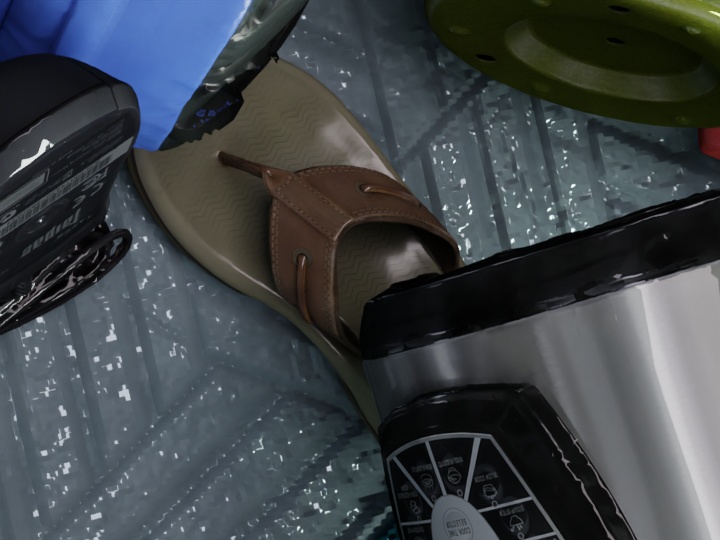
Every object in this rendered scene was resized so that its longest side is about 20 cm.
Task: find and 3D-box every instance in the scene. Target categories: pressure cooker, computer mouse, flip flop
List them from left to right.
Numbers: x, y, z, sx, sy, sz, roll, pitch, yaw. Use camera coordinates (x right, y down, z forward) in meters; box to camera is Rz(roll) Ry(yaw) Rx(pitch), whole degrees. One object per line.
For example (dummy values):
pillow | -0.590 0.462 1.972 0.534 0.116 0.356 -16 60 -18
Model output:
computer mouse | -0.135 -0.006 0.827 0.140 0.200 0.046 -36 82 -14
flip flop | 0.000 0.000 0.939 0.081 0.058 0.200 -42 100 -19
pressure cooker | 0.105 0.078 0.862 0.178 0.176 0.200 -17 91 8

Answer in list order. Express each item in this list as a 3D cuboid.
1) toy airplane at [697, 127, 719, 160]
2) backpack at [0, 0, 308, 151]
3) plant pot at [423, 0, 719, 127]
toy airplane | 0.242 -0.052 0.990 0.199 0.141 0.200 -44 100 -19
backpack | -0.072 -0.148 0.868 0.168 0.163 0.200 22 67 -5
plant pot | 0.104 -0.158 0.911 0.200 0.200 0.193 19 75 -18
